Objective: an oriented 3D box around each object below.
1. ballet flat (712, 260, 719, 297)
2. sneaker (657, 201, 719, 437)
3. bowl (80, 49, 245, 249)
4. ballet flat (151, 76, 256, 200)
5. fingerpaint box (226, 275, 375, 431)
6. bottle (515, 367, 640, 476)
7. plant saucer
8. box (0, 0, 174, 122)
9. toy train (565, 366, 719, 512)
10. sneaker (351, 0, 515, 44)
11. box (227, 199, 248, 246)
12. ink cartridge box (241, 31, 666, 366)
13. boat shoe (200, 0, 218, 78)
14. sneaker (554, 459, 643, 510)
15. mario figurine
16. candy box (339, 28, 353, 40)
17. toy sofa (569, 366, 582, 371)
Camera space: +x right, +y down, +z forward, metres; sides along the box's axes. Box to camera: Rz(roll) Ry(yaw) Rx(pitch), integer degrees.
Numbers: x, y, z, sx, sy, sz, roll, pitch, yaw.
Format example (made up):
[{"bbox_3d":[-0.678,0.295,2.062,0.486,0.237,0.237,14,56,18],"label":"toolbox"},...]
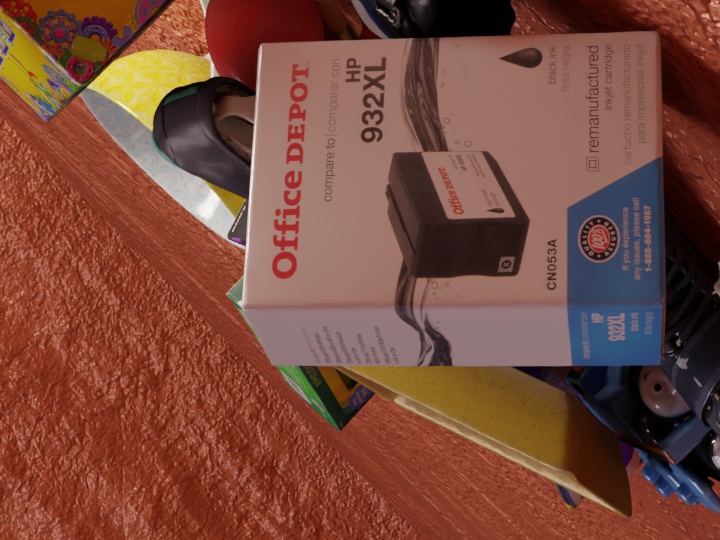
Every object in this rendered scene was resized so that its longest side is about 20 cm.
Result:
[{"bbox_3d":[0.220,-0.004,0.838,0.072,0.072,0.200,43,169,-4],"label":"ballet flat"},{"bbox_3d":[0.183,0.021,1.000,0.146,0.077,0.202,49,-175,35],"label":"sneaker"},{"bbox_3d":[-0.129,-0.123,1.527,0.200,0.108,0.200,41,169,9],"label":"bowl"},{"bbox_3d":[-0.021,-0.055,1.017,0.199,0.073,0.073,25,178,-26],"label":"ballet flat"},{"bbox_3d":[-0.004,0.020,1.474,0.073,0.167,0.200,39,168,25],"label":"fingerpaint box"},{"bbox_3d":[0.144,0.094,1.319,0.065,0.084,0.200,2,149,38],"label":"bottle"},{"bbox_3d":[0.079,0.084,1.153,0.199,0.049,0.200,24,174,23],"label":"plant saucer"},{"bbox_3d":[-0.139,-0.201,0.998,0.122,0.200,0.193,44,169,-10],"label":"box"},{"bbox_3d":[0.203,0.090,1.180,0.114,0.087,0.200,46,178,-2],"label":"toy train"},{"bbox_3d":[0.008,-0.176,0.897,0.111,0.077,0.200,33,167,51],"label":"sneaker"},{"bbox_3d":[0.000,0.000,1.180,0.142,0.036,0.200,28,174,-17],"label":"box"},{"bbox_3d":[0.048,-0.034,0.883,0.198,0.146,0.084,-1,158,9],"label":"ink cartridge box"},{"bbox_3d":[-0.063,-0.136,1.172,0.071,0.070,0.202,32,-135,-71],"label":"boat shoe"},{"bbox_3d":[0.171,0.094,1.420,0.074,0.082,0.201,-108,0,-56],"label":"sneaker"},{"bbox_3d":[-0.012,-0.116,1.089,0.199,0.124,0.106,32,149,-31],"label":"mario figurine"},{"bbox_3d":[-0.018,-0.130,1.315,0.102,0.026,0.200,32,165,33],"label":"candy box"},{"bbox_3d":[0.103,-0.036,1.074,0.097,0.083,0.200,37,166,35],"label":"toy sofa"}]
